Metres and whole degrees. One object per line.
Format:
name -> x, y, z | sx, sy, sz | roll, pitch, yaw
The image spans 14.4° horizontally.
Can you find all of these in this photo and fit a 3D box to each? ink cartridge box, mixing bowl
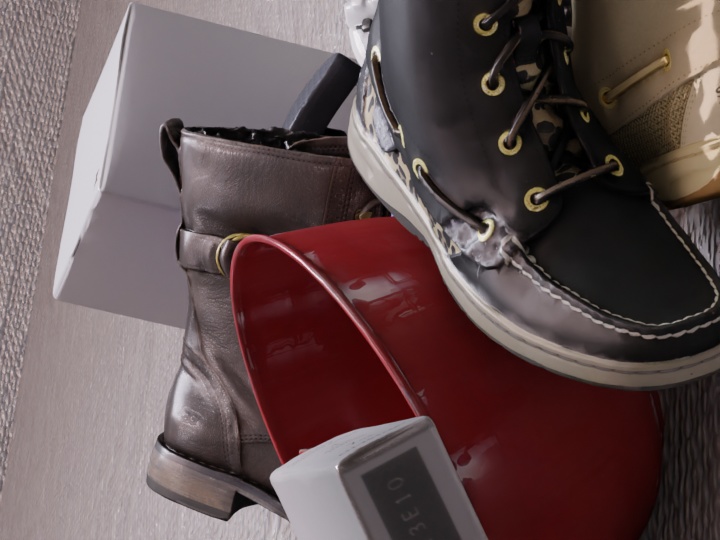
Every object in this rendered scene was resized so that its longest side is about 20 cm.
ink cartridge box -> 0.026, 0.154, 1.026 | 0.201, 0.043, 0.174 | 65, 161, -1
mixing bowl -> 0.045, 0.056, 1.081 | 0.200, 0.108, 0.200 | 53, 159, 31

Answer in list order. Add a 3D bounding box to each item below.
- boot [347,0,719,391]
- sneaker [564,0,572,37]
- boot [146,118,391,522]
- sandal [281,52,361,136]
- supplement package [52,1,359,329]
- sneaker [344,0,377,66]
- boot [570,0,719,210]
boot -> 0.058, -0.065, 0.970 | 0.204, 0.073, 0.154 | 45, 145, 45
sneaker -> 0.077, -0.058, 1.186 | 0.090, 0.066, 0.201 | -156, 76, -72
boot -> -0.004, 0.027, 1.210 | 0.069, 0.199, 0.175 | -26, -53, -71
sandal -> -0.036, -0.008, 1.321 | 0.076, 0.043, 0.201 | -82, 13, -73
supplement package -> -0.046, -0.039, 1.483 | 0.121, 0.199, 0.120 | 123, 157, -57
sneaker -> 0.048, -0.178, 1.453 | 0.075, 0.081, 0.201 | -4, 61, 35
boot -> 0.097, -0.100, 1.044 | 0.200, 0.073, 0.156 | 173, 83, -74
